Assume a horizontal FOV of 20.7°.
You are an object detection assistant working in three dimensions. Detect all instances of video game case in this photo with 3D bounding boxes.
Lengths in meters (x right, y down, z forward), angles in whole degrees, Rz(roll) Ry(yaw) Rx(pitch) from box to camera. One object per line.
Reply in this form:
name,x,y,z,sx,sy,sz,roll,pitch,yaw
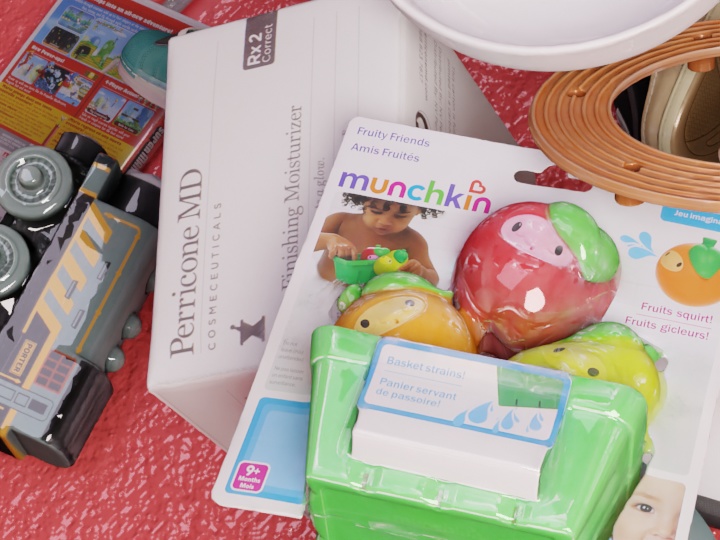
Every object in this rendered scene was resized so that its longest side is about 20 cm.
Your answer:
video game case,-0.188,-0.090,1.252,0.143,0.017,0.200,27,77,37

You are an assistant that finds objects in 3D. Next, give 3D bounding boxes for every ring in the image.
ring,0.172,-0.065,0.836,0.200,0.019,0.201,-4,28,2

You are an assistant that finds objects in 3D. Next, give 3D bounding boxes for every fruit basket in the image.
fruit basket,0.055,0.024,0.790,0.185,0.094,0.200,12,62,13

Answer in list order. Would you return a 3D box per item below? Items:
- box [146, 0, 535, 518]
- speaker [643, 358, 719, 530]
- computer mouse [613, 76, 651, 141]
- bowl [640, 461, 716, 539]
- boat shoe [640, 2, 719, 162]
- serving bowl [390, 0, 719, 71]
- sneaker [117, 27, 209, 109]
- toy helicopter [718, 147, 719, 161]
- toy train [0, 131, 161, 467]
box,0.000,0.000,0.981,0.130,0.200,0.199,-12,60,21
speaker,0.184,0.084,0.914,0.200,0.081,0.081,15,69,33
computer mouse,0.197,-0.105,1.050,0.140,0.046,0.200,-17,56,-2
bowl,0.088,0.158,0.880,0.201,0.105,0.201,-9,77,41
boat shoe,0.174,-0.133,1.006,0.065,0.072,0.200,7,59,30
serving bowl,0.095,-0.174,0.905,0.200,0.066,0.200,-5,66,13
sneaker,-0.054,-0.119,1.150,0.200,0.071,0.080,22,108,28
toy helicopter,0.196,-0.023,0.895,0.200,0.132,0.079,-22,39,-39
toy train,-0.179,0.018,1.137,0.114,0.085,0.200,24,71,8
